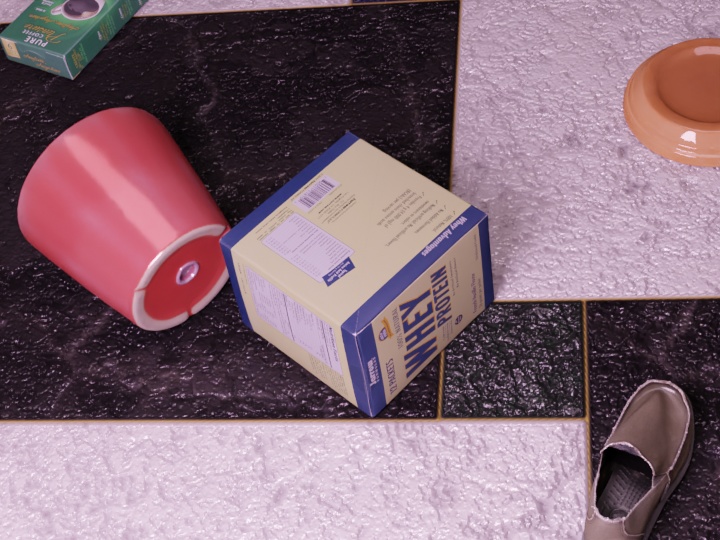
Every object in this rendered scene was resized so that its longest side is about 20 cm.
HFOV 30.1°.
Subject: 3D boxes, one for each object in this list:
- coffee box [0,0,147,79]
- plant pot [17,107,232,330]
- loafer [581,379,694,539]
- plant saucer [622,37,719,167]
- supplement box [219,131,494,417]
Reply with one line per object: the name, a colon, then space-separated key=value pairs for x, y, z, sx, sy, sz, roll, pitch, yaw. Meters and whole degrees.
coffee box: x=-0.379 y=-0.346 z=1.804 sx=0.121 sy=0.044 sz=0.201 roll=18 pitch=55 yaw=24
plant pot: x=-0.237 y=-0.046 z=1.440 sx=0.200 sy=0.202 sz=0.177 roll=-37 pitch=62 yaw=-21
loafer: x=0.259 y=0.176 z=1.231 sx=0.074 sy=0.070 sz=0.201 roll=14 pitch=54 yaw=20
plant saucer: x=0.404 y=-0.203 z=1.549 sx=0.197 sy=0.038 sz=0.202 roll=-5 pitch=49 yaw=6
supplement box: x=0.000 y=0.000 z=1.383 sx=0.199 sy=0.135 sz=0.200 roll=33 pitch=62 yaw=32
